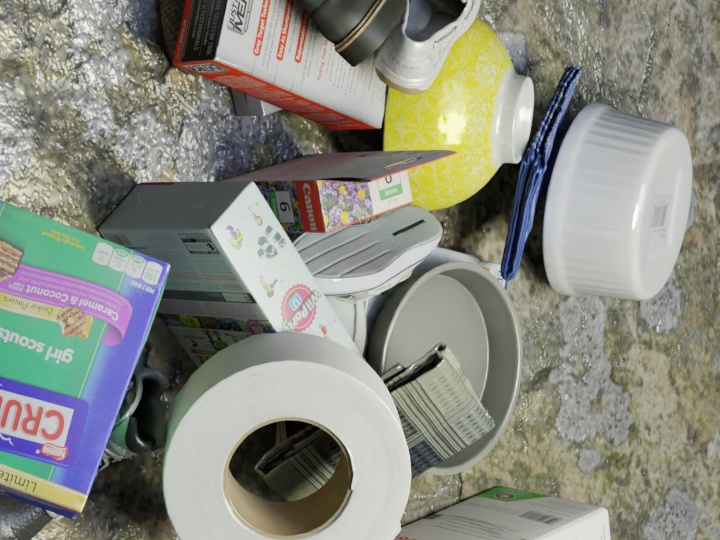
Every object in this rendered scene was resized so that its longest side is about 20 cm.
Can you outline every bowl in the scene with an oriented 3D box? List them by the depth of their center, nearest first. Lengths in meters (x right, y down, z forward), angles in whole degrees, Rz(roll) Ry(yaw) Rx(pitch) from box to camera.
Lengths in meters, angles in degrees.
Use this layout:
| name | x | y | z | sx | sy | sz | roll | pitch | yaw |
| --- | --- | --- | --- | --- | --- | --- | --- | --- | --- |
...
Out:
| name | x | y | z | sx | sy | sz | roll | pitch | yaw |
| --- | --- | --- | --- | --- | --- | --- | --- | --- | --- |
| bowl | 0.099 | -0.146 | 1.702 | 0.200 | 0.107 | 0.202 | 9 | 90 | -74 |

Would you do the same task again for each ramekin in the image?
| name | x | y | z | sx | sy | sz | roll | pitch | yaw |
| --- | --- | --- | --- | --- | --- | --- | --- | --- | --- |
| ramekin | 0.267 | -0.065 | 1.888 | 0.200 | 0.097 | 0.203 | -38 | 133 | -55 |

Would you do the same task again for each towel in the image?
| name | x | y | z | sx | sy | sz | roll | pitch | yaw |
| --- | --- | --- | --- | --- | --- | --- | --- | --- | --- |
| towel | 0.015 | 0.146 | 1.610 | 0.192 | 0.035 | 0.200 | -32 | 153 | 2 |
| towel | 0.179 | -0.096 | 1.810 | 0.200 | 0.024 | 0.146 | -61 | 164 | -52 |

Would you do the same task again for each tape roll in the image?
| name | x | y | z | sx | sy | sz | roll | pitch | yaw |
| --- | --- | --- | --- | --- | --- | --- | --- | --- | --- |
| tape roll | -0.059 | 0.155 | 1.485 | 0.200 | 0.071 | 0.205 | -2 | 107 | -5 |

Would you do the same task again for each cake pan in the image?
| name | x | y | z | sx | sy | sz | roll | pitch | yaw |
| --- | --- | --- | --- | --- | --- | --- | --- | --- | --- |
| cake pan | 0.077 | 0.091 | 1.745 | 0.199 | 0.037 | 0.203 | -6 | 98 | -44 |

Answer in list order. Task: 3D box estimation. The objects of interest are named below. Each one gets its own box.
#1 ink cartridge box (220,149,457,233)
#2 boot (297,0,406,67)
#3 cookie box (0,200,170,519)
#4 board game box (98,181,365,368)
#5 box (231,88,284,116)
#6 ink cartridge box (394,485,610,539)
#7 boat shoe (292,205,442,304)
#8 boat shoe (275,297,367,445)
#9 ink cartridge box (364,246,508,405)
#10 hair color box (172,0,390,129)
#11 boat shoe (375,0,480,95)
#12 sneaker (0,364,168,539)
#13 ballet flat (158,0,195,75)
| name | x | y | z | sx | sy | sz | roll | pitch | yaw |
| --- | --- | --- | --- | --- | --- | --- | --- | --- | --- |
| ink cartridge box | -0.018 | -0.067 | 1.587 | 0.108 | 0.199 | 0.051 | -20 | 105 | -40 |
| boot | -0.014 | -0.282 | 1.560 | 0.138 | 0.077 | 0.201 | 41 | 38 | -17 |
| cookie box | -0.257 | 0.064 | 1.400 | 0.170 | 0.075 | 0.202 | 20 | 76 | -8 |
| board game box | -0.106 | 0.020 | 1.546 | 0.064 | 0.147 | 0.201 | -50 | 125 | -30 |
| box | -0.033 | -0.184 | 1.677 | 0.199 | 0.038 | 0.042 | -24 | 109 | -40 |
| ink cartridge box | 0.125 | 0.283 | 1.786 | 0.199 | 0.145 | 0.085 | -16 | 105 | -41 |
| boat shoe | 0.000 | 0.000 | 1.623 | 0.199 | 0.074 | 0.067 | -16 | 141 | -47 |
| boat shoe | -0.034 | 0.093 | 1.657 | 0.074 | 0.068 | 0.202 | 7 | 86 | -1 |
| ink cartridge box | 0.053 | 0.075 | 1.775 | 0.199 | 0.040 | 0.202 | 14 | 84 | -44 |
| hair color box | -0.060 | -0.195 | 1.582 | 0.199 | 0.061 | 0.103 | 20 | 78 | -44 |
| boat shoe | 0.072 | -0.241 | 1.614 | 0.070 | 0.070 | 0.201 | 22 | 51 | -1 |
| sneaker | -0.223 | 0.146 | 1.463 | 0.075 | 0.115 | 0.201 | 52 | 58 | -32 |
| ballet flat | -0.129 | -0.268 | 1.574 | 0.067 | 0.046 | 0.202 | 11 | 85 | -43 |
